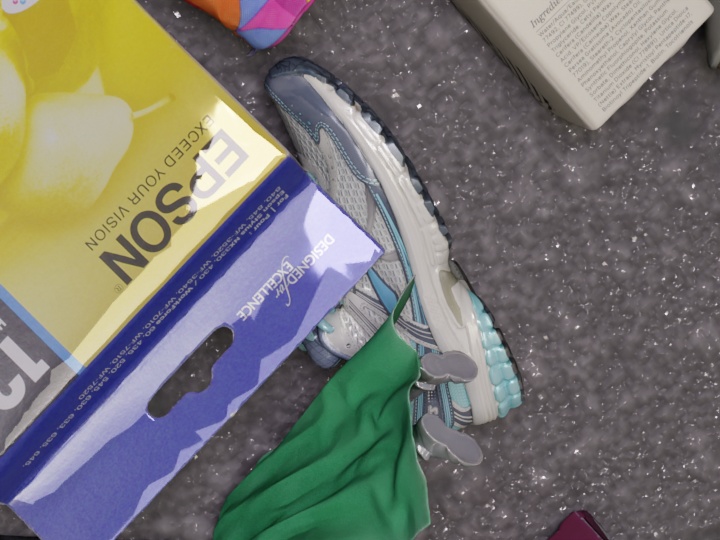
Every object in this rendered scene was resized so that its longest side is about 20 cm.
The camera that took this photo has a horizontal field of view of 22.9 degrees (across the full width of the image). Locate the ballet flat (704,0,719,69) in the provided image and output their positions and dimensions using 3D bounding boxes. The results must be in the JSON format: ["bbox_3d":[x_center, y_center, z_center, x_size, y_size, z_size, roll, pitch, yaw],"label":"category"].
[{"bbox_3d":[0.192,-0.191,0.819,0.063,0.067,0.201,29,96,8],"label":"ballet flat"}]

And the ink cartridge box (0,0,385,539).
[{"bbox_3d":[-0.127,-0.008,0.751,0.200,0.047,0.198,43,90,4],"label":"ink cartridge box"}]

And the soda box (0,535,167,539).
[{"bbox_3d":[-0.182,0.162,0.808,0.198,0.063,0.071,5,104,-15],"label":"soda box"}]

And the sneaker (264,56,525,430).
[{"bbox_3d":[0.000,0.000,0.806,0.086,0.078,0.201,-30,110,-1],"label":"sneaker"}]

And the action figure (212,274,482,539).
[{"bbox_3d":[-0.019,0.103,0.798,0.054,0.119,0.200,23,138,-25],"label":"action figure"}]

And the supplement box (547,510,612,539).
[{"bbox_3d":[0.137,0.244,0.893,0.131,0.103,0.200,-43,110,0],"label":"supplement box"}]

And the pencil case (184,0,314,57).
[{"bbox_3d":[-0.091,-0.172,0.731,0.199,0.088,0.089,34,94,-20],"label":"pencil case"}]

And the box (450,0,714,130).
[{"bbox_3d":[0.058,-0.161,0.780,0.082,0.068,0.200,-43,110,0],"label":"box"}]
